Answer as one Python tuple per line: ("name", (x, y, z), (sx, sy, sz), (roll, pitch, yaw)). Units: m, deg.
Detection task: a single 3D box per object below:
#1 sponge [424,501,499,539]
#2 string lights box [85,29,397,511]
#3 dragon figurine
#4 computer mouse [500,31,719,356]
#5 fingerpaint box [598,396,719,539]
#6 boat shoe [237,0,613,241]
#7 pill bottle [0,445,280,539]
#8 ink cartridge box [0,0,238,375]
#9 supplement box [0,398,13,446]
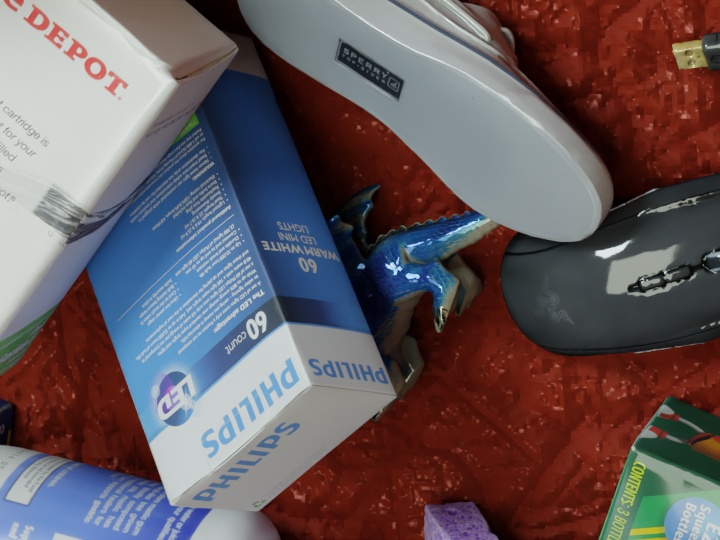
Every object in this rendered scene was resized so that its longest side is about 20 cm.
("sponge", (0.063, 0.197, 1.292), (0.030, 0.200, 0.112), (-1, 111, -13))
("string lights box", (-0.068, -0.002, 1.293), (0.103, 0.059, 0.200), (-40, 59, 32))
("dragon figurine", (0.000, 0.000, 1.322), (0.099, 0.059, 0.200), (38, 118, 6))
("computer mouse", (0.142, -0.030, 1.261), (0.199, 0.046, 0.141), (-9, 104, 24))
("fingerpaint box", (0.178, 0.186, 1.301), (0.166, 0.073, 0.200), (23, 114, 13))
("boat shoe", (0.039, -0.093, 1.271), (0.200, 0.065, 0.074), (39, 141, 8))
("pill bottle", (-0.105, 0.159, 1.386), (0.199, 0.112, 0.112), (12, 111, 19))
("ink cartridge box", (-0.171, -0.064, 1.262), (0.145, 0.084, 0.200), (41, 113, 5))
("supplement box", (-0.258, 0.159, 1.449), (0.109, 0.109, 0.201), (16, 113, 17))
